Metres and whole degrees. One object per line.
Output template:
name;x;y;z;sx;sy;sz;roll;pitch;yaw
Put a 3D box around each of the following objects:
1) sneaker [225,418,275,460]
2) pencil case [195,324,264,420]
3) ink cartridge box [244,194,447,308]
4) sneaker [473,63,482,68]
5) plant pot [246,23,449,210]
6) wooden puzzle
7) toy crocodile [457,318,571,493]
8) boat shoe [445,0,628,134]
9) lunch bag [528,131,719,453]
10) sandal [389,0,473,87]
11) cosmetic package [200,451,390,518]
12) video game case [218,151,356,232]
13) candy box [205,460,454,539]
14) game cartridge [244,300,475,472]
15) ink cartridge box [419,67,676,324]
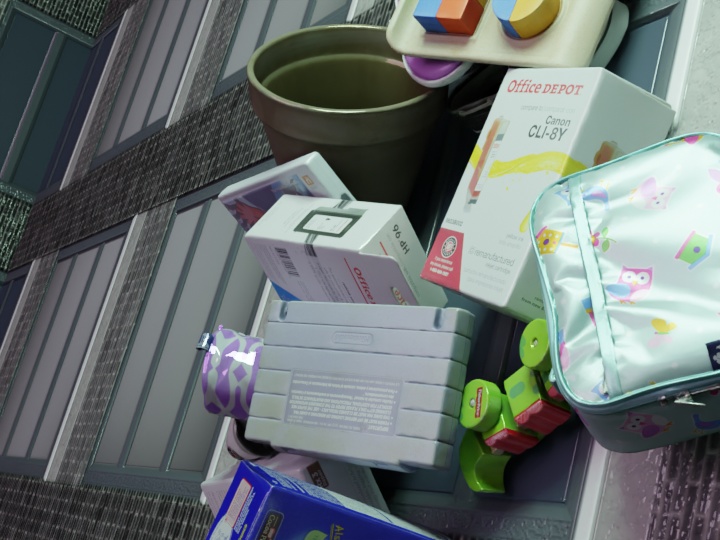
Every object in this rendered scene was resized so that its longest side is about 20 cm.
sneaker;-0.068;0.110;1.155;0.200;0.074;0.088;-44;3;-29
pencil case;-0.047;0.102;1.048;0.086;0.199;0.084;-73;-11;-45
ink cartridge box;0.000;0.000;1.051;0.200;0.116;0.068;10;48;46
sneaker;0.142;-0.249;1.106;0.121;0.083;0.200;-59;25;11
plant pot;-0.013;-0.132;1.173;0.200;0.199;0.174;-108;15;-53
wooden puzzle;0.131;-0.269;1.010;0.200;0.046;0.186;15;76;35
toy crocodile;0.136;0.092;0.860;0.200;0.067;0.062;-50;35;32
boat shoe;0.156;-0.185;1.051;0.200;0.064;0.071;-36;39;44
lunch bag;0.191;0.013;0.739;0.160;0.077;0.200;-17;49;16
sandal;0.057;-0.246;1.104;0.082;0.050;0.203;-41;38;22
cosmetic package;-0.061;0.219;1.061;0.200;0.074;0.102;-20;95;53
video game case;-0.042;-0.027;1.165;0.023;0.182;0.200;-47;18;-26
candy box;-0.029;0.258;0.875;0.169;0.200;0.077;-65;25;-2
game cartridge;-0.004;0.092;0.939;0.200;0.038;0.130;2;80;39
ink cartridge box;0.148;-0.061;0.941;0.145;0.083;0.200;21;88;64
